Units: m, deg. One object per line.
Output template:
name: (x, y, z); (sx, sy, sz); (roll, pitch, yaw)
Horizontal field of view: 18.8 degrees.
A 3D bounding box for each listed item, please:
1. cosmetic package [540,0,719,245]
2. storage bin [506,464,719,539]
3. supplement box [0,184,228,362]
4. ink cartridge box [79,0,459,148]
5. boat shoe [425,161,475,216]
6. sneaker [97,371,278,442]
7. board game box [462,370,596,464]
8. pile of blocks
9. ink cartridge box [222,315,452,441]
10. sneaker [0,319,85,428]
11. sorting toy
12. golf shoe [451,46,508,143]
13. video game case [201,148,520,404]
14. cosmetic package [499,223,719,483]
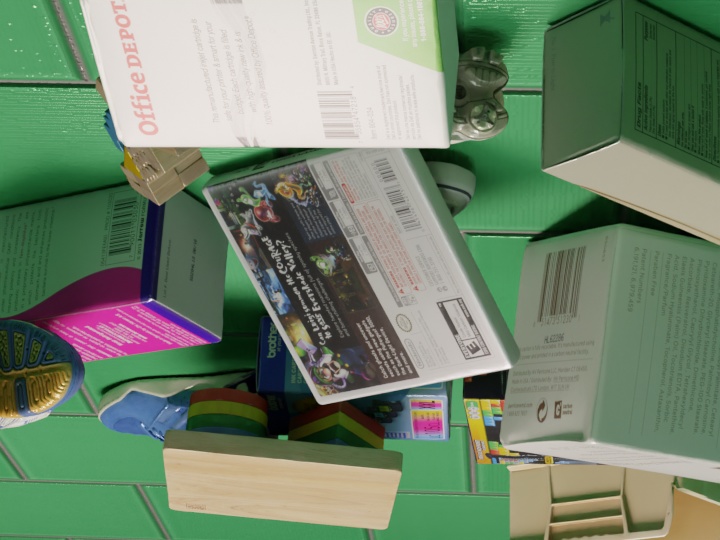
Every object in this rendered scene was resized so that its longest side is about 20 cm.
cosmetic package: (0.211, -0.088, 1.388); (0.200, 0.104, 0.073); (20, 153, -35)
storage bin: (0.280, 0.249, 2.222); (0.198, 0.094, 0.200); (-10, 160, 32)
supplement box: (-0.212, 0.006, 1.684); (0.200, 0.101, 0.103); (-8, 156, 28)
ink cartridge box: (-0.049, -0.146, 1.256); (0.200, 0.084, 0.146); (1, 142, 8)
boat shoe: (0.017, -0.025, 1.624); (0.072, 0.066, 0.200); (18, 154, -32)
sneaker: (-0.166, 0.163, 2.064); (0.200, 0.111, 0.077); (-6, 157, 23)
board game box: (0.183, 0.128, 2.004); (0.165, 0.057, 0.200); (1, 159, 8)
pile of blocks: (-0.131, -0.107, 1.467); (0.062, 0.082, 0.200); (-37, 177, -15)
ink cartridge box: (-0.019, 0.096, 1.927); (0.200, 0.076, 0.136); (3, 159, 5)
sneaker: (-0.261, 0.082, 1.669); (0.088, 0.075, 0.200); (6, 169, -41)
sorting toy: (-0.067, 0.161, 1.901); (0.200, 0.070, 0.199); (6, 159, -1)
golf shoe: (-0.008, -0.115, 1.395); (0.200, 0.078, 0.097); (14, 169, -13)
video game case: (0.000, 0.000, 1.592); (0.182, 0.023, 0.200); (-13, 115, 35)
cosmetic package: (0.237, 0.068, 1.653); (0.200, 0.167, 0.167); (11, 171, -18)
